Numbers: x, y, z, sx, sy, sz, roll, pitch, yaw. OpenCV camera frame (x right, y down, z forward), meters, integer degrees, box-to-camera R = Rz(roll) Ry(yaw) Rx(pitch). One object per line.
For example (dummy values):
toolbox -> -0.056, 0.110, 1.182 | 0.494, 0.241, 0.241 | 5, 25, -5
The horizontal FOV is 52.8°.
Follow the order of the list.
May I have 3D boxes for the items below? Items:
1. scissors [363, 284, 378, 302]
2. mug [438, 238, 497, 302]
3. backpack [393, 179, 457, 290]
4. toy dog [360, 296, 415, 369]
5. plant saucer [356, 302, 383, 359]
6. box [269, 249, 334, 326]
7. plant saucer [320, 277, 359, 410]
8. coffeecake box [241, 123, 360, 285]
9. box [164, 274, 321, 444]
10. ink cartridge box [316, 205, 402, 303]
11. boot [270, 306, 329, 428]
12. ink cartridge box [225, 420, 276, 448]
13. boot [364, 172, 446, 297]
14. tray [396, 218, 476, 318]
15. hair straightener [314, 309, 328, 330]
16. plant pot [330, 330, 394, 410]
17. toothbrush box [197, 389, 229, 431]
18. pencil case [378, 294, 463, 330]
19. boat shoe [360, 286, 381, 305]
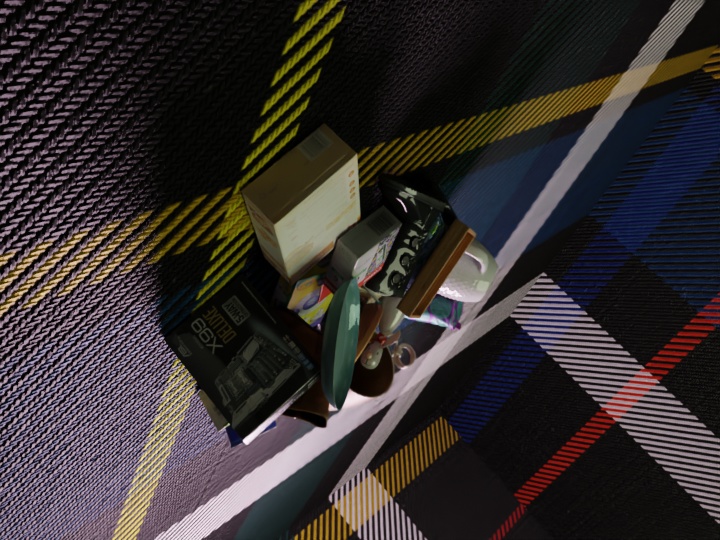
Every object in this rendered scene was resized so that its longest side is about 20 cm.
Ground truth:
scissors -> 0.000, 0.000, 1.365 | 0.073, 0.014, 0.199 | -44, 134, 10
mug -> 0.206, -0.021, 1.558 | 0.150, 0.173, 0.200 | -61, 179, -17
backpack -> 0.103, -0.060, 1.429 | 0.198, 0.155, 0.163 | -33, 169, 8
toy dog -> 0.059, 0.111, 1.584 | 0.097, 0.129, 0.205 | 62, 32, -69
plant saucer -> -0.028, 0.143, 1.424 | 0.202, 0.037, 0.200 | -54, -173, 10
box -> -0.096, 0.034, 1.289 | 0.116, 0.049, 0.202 | -19, 147, -37
plant saucer -> -0.031, 0.112, 1.122 | 0.200, 0.027, 0.205 | 7, 90, -82
coffeecake box -> -0.078, -0.089, 1.051 | 0.153, 0.073, 0.201 | -42, 161, -16
box -> -0.176, 0.133, 1.102 | 0.157, 0.200, 0.050 | -39, 164, -14
ink cartridge box -> -0.006, -0.008, 1.206 | 0.109, 0.050, 0.201 | -38, 163, -32
boot -> -0.127, 0.160, 1.191 | 0.202, 0.185, 0.069 | -74, -171, -52
ink cartridge box -> -0.216, 0.292, 1.442 | 0.098, 0.040, 0.200 | -24, -175, -7
boot -> 0.056, -0.056, 1.298 | 0.163, 0.066, 0.203 | 18, 106, -40
tray -> 0.147, -0.001, 1.394 | 0.202, 0.037, 0.098 | -57, 163, 6
hair straightener -> -0.073, 0.093, 1.445 | 0.040, 0.078, 0.201 | -3, 149, -21
plant pot -> -0.051, 0.245, 1.674 | 0.185, 0.188, 0.200 | -23, 165, -48
toothbrush box -> -0.182, 0.199, 1.354 | 0.199, 0.087, 0.145 | -27, 171, -46
pencil case -> 0.136, 0.081, 1.675 | 0.085, 0.196, 0.094 | -51, 144, -49
boat shoe -> -0.004, 0.050, 1.496 | 0.070, 0.073, 0.200 | -52, 162, 5
